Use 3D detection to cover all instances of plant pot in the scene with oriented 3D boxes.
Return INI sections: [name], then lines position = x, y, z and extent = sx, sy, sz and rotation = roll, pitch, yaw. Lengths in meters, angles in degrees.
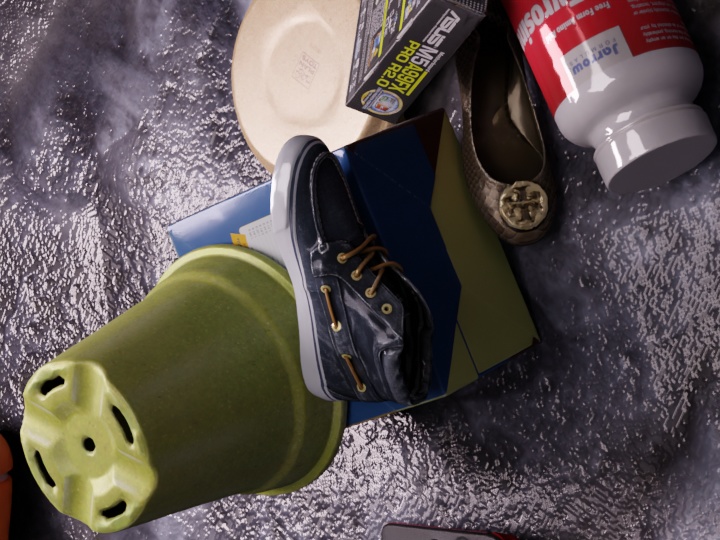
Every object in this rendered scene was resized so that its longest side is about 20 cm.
[plant pot]
position = -0.142, 0.101, 1.628
extent = 0.200, 0.184, 0.201
rotation = 14, 114, 34

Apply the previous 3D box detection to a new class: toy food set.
[toy food set]
position = -0.028, -0.163, 1.804
extent = 0.200, 0.049, 0.199
rotation = 22, 106, 40

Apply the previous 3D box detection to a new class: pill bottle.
[pill bottle]
position = 0.175, -0.161, 1.575
extent = 0.112, 0.112, 0.201
rotation = -37, 67, 37

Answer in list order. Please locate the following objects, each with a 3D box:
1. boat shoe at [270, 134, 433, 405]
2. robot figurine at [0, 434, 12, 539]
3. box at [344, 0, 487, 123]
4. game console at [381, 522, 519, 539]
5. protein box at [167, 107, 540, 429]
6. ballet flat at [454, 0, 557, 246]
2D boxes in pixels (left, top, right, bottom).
[boat shoe]
position = 0.000, 0.000, 1.565
extent = 0.091, 0.071, 0.201
rotation = 4, 114, 34
[robot figurine]
position = -0.390, 0.225, 2.099
extent = 0.116, 0.144, 0.201
rotation = 7, 97, 12
[box]
position = 0.049, -0.233, 1.645
extent = 0.160, 0.044, 0.201
rotation = 133, 150, -53
[game console]
position = 0.072, 0.300, 1.718
extent = 0.177, 0.031, 0.201
rotation = -3, 87, 51
[protein box]
position = -0.007, 0.011, 1.701
extent = 0.200, 0.135, 0.199
rotation = -21, 92, 41
[ballet flat]
position = 0.107, -0.118, 1.668
extent = 0.046, 0.067, 0.201
rotation = 121, 141, -75
